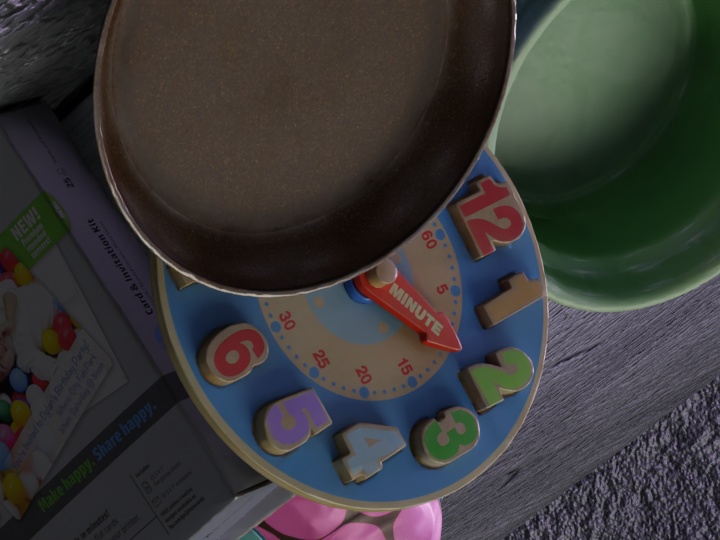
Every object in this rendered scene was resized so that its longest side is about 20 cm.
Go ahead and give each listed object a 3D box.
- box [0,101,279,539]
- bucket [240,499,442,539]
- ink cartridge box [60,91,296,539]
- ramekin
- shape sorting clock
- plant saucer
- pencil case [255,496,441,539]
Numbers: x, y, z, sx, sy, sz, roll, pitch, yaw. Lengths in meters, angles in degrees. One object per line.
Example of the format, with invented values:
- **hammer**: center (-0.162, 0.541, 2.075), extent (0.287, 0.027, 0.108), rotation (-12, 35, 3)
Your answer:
- **box**: center (-0.139, 0.051, 1.305), extent (0.041, 0.200, 0.156), rotation (-18, 162, -51)
- **bucket**: center (-0.063, 0.149, 1.938), extent (0.135, 0.207, 0.207), rotation (-39, 167, 37)
- **ink cartridge box**: center (-0.103, 0.037, 1.344), extent (0.160, 0.200, 0.047), rotation (-39, 169, 32)
- **ramekin**: center (0.123, -0.089, 1.473), extent (0.200, 0.098, 0.201), rotation (-14, 121, -24)
- **shape sorting clock**: center (0.000, 0.004, 1.278), extent (0.200, 0.200, 0.039), rotation (-23, 179, -39)
- **plant saucer**: center (-0.026, -0.088, 1.205), extent (0.200, 0.032, 0.201), rotation (-14, 116, -30)
- **pencil case**: center (-0.033, 0.111, 1.616), extent (0.094, 0.091, 0.200), rotation (-26, 137, 13)
